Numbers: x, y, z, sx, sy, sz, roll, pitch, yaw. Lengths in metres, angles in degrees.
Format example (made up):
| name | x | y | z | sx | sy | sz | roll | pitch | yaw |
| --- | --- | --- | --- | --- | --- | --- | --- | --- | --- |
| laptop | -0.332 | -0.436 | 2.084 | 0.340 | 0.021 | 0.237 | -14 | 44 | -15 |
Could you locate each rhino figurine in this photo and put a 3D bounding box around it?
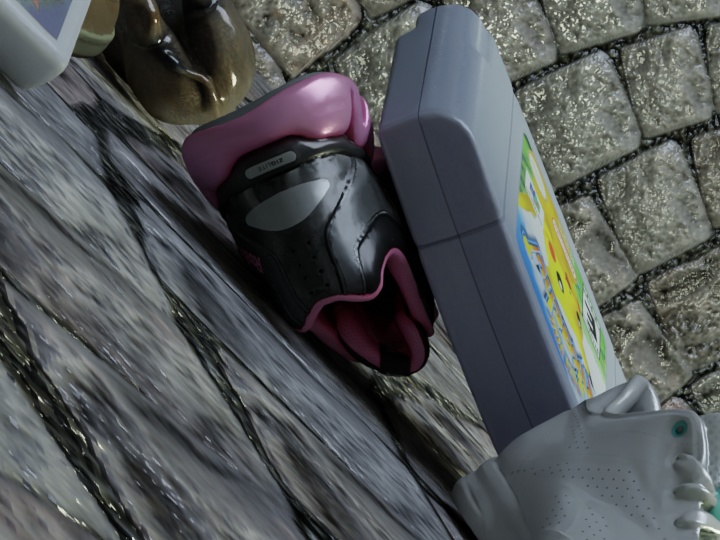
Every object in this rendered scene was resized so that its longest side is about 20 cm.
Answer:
| name | x | y | z | sx | sy | sz | roll | pitch | yaw |
| --- | --- | --- | --- | --- | --- | --- | --- | --- | --- |
| rhino figurine | -0.092 | -0.118 | 1.138 | 0.088 | 0.060 | 0.200 | 66 | -6 | -22 |

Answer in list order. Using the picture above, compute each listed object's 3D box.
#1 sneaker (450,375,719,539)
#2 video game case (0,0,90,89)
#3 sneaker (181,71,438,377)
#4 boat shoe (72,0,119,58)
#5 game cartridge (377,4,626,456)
| name | x | y | z | sx | sy | sz | roll | pitch | yaw |
| --- | --- | --- | --- | --- | --- | --- | --- | --- | --- |
| sneaker | 0.092 | 0.084 | 0.789 | 0.075 | 0.088 | 0.200 | 47 | 3 | -26 |
| video game case | -0.137 | -0.179 | 0.765 | 0.200 | 0.022 | 0.183 | 46 | 38 | -30 |
| sneaker | 0.000 | 0.000 | 0.934 | 0.096 | 0.079 | 0.200 | 64 | 11 | 17 |
| boat shoe | -0.130 | -0.139 | 0.860 | 0.073 | 0.063 | 0.201 | 49 | 4 | 41 |
| game cartridge | 0.059 | 0.014 | 0.951 | 0.133 | 0.040 | 0.201 | -73 | 143 | -62 |
